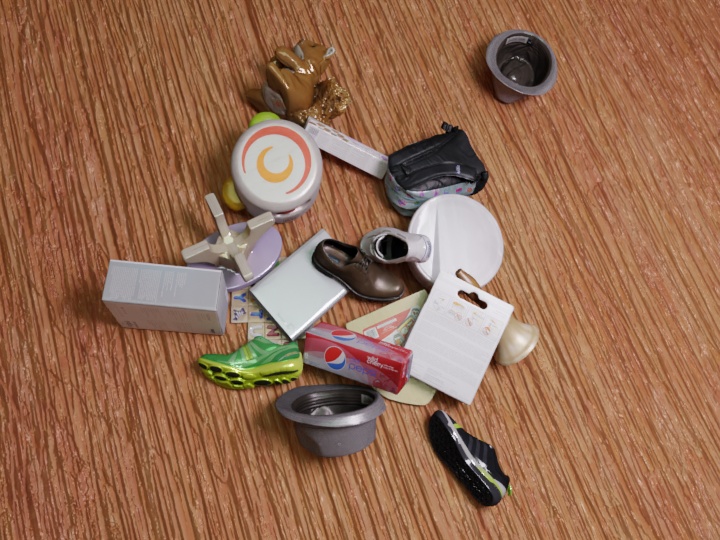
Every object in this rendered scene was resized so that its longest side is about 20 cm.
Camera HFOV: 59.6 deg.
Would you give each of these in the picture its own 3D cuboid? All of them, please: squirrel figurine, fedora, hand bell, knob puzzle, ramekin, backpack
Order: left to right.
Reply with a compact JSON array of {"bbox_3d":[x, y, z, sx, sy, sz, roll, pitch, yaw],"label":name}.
[{"bbox_3d":[-0.114,-0.402,1.371,0.200,0.141,0.188,42,59,-6],"label":"squirrel figurine"},{"bbox_3d":[-0.049,0.271,1.120,0.194,0.177,0.093,-3,99,9],"label":"fedora"},{"bbox_3d":[0.087,0.165,1.228,0.213,0.030,0.226,0,83,-1],"label":"knob puzzle"},{"bbox_3d":[0.148,-0.199,1.318,0.196,0.128,0.169,-19,58,-13],"label":"backpack"},{"bbox_3d":[0.181,-0.044,1.276,0.197,0.094,0.208,3,75,-10],"label":"ramekin"},{"bbox_3d":[0.244,0.075,1.202,0.201,0.103,0.105,48,69,-18],"label":"hand bell"},{"bbox_3d":[0.362,-0.458,1.457,0.173,0.091,0.204,22,63,-1],"label":"fedora"}]

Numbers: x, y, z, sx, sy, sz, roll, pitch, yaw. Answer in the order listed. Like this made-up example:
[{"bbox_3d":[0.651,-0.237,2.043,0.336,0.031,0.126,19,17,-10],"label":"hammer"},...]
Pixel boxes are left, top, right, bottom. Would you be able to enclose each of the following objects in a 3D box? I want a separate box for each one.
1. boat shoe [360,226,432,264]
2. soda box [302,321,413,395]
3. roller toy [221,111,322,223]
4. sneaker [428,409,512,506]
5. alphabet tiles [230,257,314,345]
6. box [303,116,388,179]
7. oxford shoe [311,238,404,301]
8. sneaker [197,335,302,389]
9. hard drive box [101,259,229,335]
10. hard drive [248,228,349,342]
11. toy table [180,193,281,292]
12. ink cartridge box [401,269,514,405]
[{"bbox_3d":[0.051,-0.050,1.218,0.064,0.198,0.076,0,89,-37],"label":"boat shoe"},{"bbox_3d":[-0.005,0.158,1.156,0.195,0.070,0.065,15,108,20],"label":"soda box"},{"bbox_3d":[-0.169,-0.192,1.267,0.179,0.140,0.204,26,78,-2],"label":"roller toy"},{"bbox_3d":[0.206,0.343,1.176,0.082,0.072,0.202,-26,75,-40],"label":"sneaker"},{"bbox_3d":[-0.173,0.070,1.243,0.162,0.008,0.205,0,70,-8],"label":"alphabet tiles"},{"bbox_3d":[-0.031,-0.258,1.327,0.196,0.042,0.039,23,30,-15],"label":"box"},{"bbox_3d":[0.000,0.000,1.223,0.196,0.085,0.074,24,64,-5],"label":"oxford shoe"},{"bbox_3d":[-0.203,0.170,1.175,0.194,0.075,0.085,-1,46,0],"label":"sneaker"},{"bbox_3d":[-0.347,0.054,1.147,0.194,0.156,0.079,6,68,-6],"label":"hard drive box"},{"bbox_3d":[-0.105,0.027,1.249,0.199,0.026,0.132,-41,83,-22],"label":"hard drive"},{"bbox_3d":[-0.246,-0.047,1.211,0.199,0.118,0.185,-37,76,-18],"label":"toy table"},{"bbox_3d":[0.174,0.125,1.185,0.159,0.050,0.204,25,89,3],"label":"ink cartridge box"}]
